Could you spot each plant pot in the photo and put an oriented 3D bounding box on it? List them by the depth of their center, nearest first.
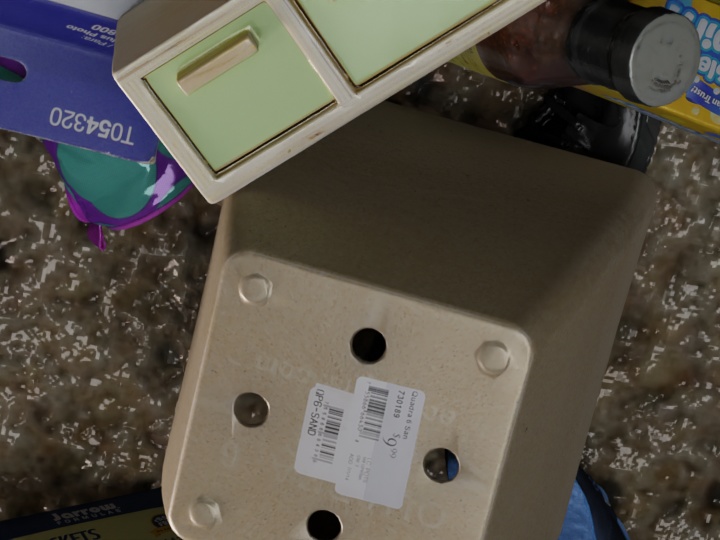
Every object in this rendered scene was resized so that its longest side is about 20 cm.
[{"bbox_3d":[0.008,0.045,1.029,0.199,0.177,0.201,16,108,6],"label":"plant pot"}]

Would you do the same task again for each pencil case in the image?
[{"bbox_3d":[-0.150,-0.111,1.062,0.092,0.085,0.200,-42,114,-4],"label":"pencil case"}]

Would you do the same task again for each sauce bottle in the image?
[{"bbox_3d":[0.071,-0.114,1.021,0.066,0.200,0.066,-13,116,-30],"label":"sauce bottle"}]

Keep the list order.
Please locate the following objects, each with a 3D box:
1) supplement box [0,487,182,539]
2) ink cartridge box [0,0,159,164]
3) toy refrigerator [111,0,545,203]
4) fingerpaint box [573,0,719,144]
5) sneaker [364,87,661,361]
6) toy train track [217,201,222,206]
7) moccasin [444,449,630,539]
[{"bbox_3d":[-0.109,0.251,1.159,0.134,0.200,0.201,-9,120,-34],"label":"supplement box"},{"bbox_3d":[-0.146,-0.163,0.988,0.196,0.043,0.201,12,86,-32],"label":"ink cartridge box"},{"bbox_3d":[-0.002,-0.117,0.961,0.199,0.070,0.076,-30,116,13],"label":"toy refrigerator"},{"bbox_3d":[0.214,-0.132,1.071,0.199,0.073,0.168,20,92,-15],"label":"fingerpaint box"},{"bbox_3d":[0.074,-0.031,1.126,0.104,0.060,0.201,4,117,-27],"label":"sneaker"},{"bbox_3d":[0.000,0.000,1.166,0.200,0.033,0.115,35,98,-27],"label":"toy train track"},{"bbox_3d":[0.101,0.143,1.227,0.080,0.068,0.200,-23,115,14],"label":"moccasin"}]
